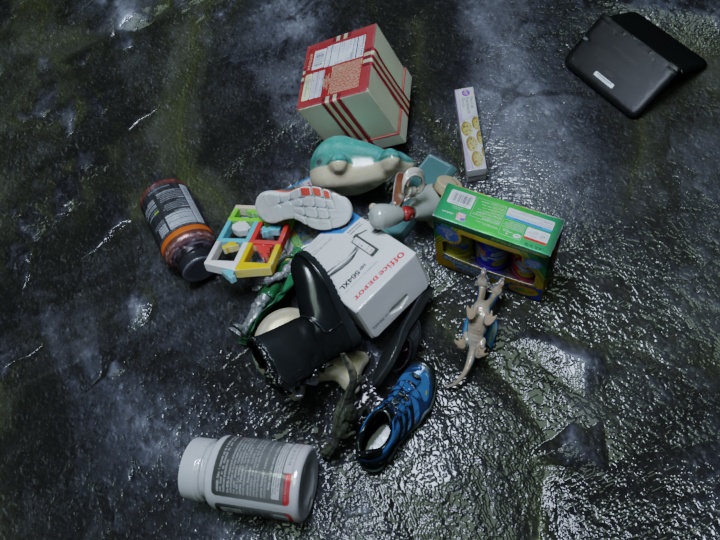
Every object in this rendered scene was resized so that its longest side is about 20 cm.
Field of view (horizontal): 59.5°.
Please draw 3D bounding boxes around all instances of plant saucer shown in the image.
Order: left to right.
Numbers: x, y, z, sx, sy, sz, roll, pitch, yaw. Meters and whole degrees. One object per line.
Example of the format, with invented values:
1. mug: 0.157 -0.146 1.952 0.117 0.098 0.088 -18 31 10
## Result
1. plant saucer: 0.103 -0.142 1.213 0.070 0.019 0.201 32 74 23

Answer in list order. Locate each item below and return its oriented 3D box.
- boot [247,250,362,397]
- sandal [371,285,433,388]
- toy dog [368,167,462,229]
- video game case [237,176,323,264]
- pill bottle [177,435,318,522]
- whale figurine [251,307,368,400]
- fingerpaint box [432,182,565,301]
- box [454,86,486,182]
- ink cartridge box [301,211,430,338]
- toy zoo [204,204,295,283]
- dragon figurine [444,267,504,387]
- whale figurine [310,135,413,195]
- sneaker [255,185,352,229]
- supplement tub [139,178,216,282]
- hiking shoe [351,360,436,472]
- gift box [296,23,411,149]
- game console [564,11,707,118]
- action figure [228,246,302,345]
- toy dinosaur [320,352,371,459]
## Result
1. boot: -0.104 0.086 1.002 0.161 0.073 0.200 -29 88 -26
2. sandal: 0.082 0.115 1.068 0.048 0.075 0.202 32 72 -3
3. toy dog: 0.091 -0.127 1.123 0.096 0.199 0.133 45 114 38
4. video game case: -0.144 -0.092 1.238 0.198 0.018 0.144 -27 62 -2
5. pill bottle: -0.174 0.322 0.991 0.197 0.114 0.115 4 65 13
6. whale figurine: -0.089 0.148 1.081 0.198 0.104 0.161 20 67 -7
7. fingerpaint box: 0.226 -0.044 1.058 0.198 0.167 0.074 22 69 19
8. box: 0.215 -0.269 1.239 0.041 0.039 0.203 -6 64 7
9. ink cartridge box: 0.000 0.000 1.098 0.146 0.085 0.199 -44 46 -12
10. toy zoo: -0.204 -0.050 1.168 0.129 0.021 0.201 3 45 13
11. dragon figurine: 0.196 0.099 1.052 0.058 0.099 0.203 15 101 17
12. whale figurine: -0.002 -0.204 1.168 0.198 0.158 0.105 -7 83 35
13. sneaker: -0.095 -0.126 1.158 0.197 0.078 0.082 9 22 25
14. supplement tub: -0.346 -0.075 1.220 0.106 0.107 0.201 -30 63 -5
15. hiking shoe: 0.061 0.228 1.005 0.074 0.087 0.201 26 72 21
16. gift box: -0.013 -0.343 1.244 0.198 0.187 0.187 -3 64 31
17. game console: 0.545 -0.414 1.257 0.176 0.116 0.201 -49 61 20
18. action figure: -0.162 0.035 1.142 0.055 0.118 0.201 40 63 -12
19. toy dinosaur: -0.016 0.215 1.012 0.047 0.088 0.203 23 112 31
